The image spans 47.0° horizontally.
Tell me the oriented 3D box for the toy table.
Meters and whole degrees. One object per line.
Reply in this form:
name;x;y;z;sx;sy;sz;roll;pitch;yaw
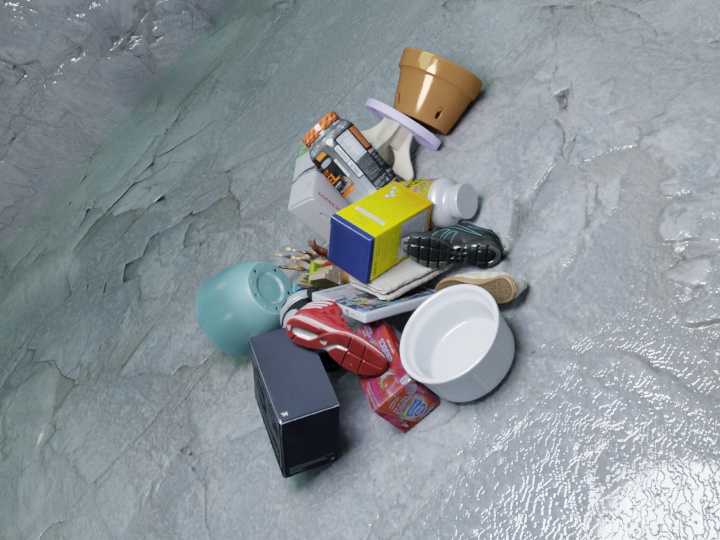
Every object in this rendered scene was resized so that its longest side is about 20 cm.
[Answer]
toy table;0.071;-0.299;1.914;0.199;0.184;0.118;34;91;23

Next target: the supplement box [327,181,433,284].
supplement box;0.039;-0.079;1.658;0.109;0.110;0.199;32;44;29

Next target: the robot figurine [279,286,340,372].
robot figurine;-0.101;0.129;1.750;0.150;0.125;0.201;-43;41;11

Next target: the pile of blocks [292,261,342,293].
pile of blocks;-0.105;0.014;1.810;0.200;0.081;0.063;-30;50;59

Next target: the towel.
towel;0.086;0.001;1.673;0.198;0.035;0.132;-25;29;-29

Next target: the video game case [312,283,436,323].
video game case;0.033;0.054;1.654;0.181;0.198;0.023;18;114;51

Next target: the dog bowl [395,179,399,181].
dog bowl;0.010;-0.152;1.935;0.199;0.059;0.202;-27;43;28

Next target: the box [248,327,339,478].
box;-0.124;0.245;1.569;0.122;0.200;0.201;-16;52;-15

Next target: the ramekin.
ramekin;0.177;0.135;1.476;0.199;0.098;0.202;-24;41;23

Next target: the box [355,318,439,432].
box;0.056;0.191;1.561;0.095;0.100;0.201;-41;38;12

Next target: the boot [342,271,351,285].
boot;-0.001;0.000;1.818;0.200;0.070;0.146;-7;59;49

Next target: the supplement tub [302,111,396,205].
supplement tub;-0.027;-0.238;1.795;0.122;0.200;0.123;-42;3;3

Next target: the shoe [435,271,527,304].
shoe;0.226;0.038;1.563;0.053;0.071;0.199;-21;11;-41

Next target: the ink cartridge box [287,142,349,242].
ink cartridge box;-0.080;-0.188;1.888;0.084;0.146;0.202;-23;44;34

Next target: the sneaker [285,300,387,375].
sneaker;-0.029;0.110;1.532;0.116;0.198;0.079;-55;-10;-54

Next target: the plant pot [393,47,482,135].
plant pot;0.162;-0.403;1.901;0.200;0.198;0.142;32;99;53

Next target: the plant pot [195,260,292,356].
plant pot;-0.246;0.071;1.865;0.160;0.199;0.203;-32;39;40

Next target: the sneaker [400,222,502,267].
sneaker;0.178;-0.052;1.625;0.197;0.076;0.080;6;41;4

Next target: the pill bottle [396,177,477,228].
pill bottle;0.147;-0.141;1.747;0.198;0.104;0.105;0;59;45

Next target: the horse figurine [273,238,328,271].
horse figurine;-0.123;-0.027;1.882;0.199;0.131;0.051;-18;69;58
